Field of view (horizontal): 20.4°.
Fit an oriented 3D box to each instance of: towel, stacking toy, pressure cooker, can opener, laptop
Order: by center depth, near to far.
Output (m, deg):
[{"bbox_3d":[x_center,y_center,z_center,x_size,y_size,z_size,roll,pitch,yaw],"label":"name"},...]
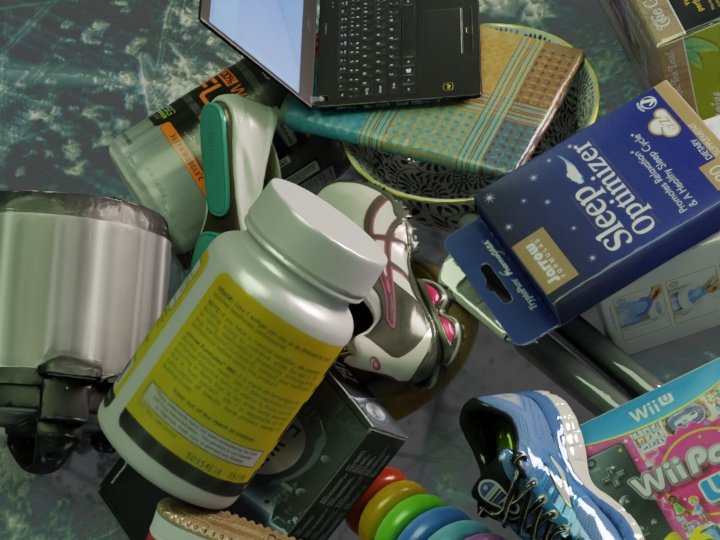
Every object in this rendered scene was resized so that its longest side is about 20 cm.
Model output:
[{"bbox_3d":[0.035,0.179,1.388,0.085,0.086,0.200,-39,47,-12],"label":"stacking toy"},{"bbox_3d":[0.134,0.042,1.443,0.053,0.067,0.200,-43,70,-13],"label":"can opener"},{"bbox_3d":[-0.229,0.051,1.493,0.177,0.176,0.202,-1,81,24],"label":"pressure cooker"},{"bbox_3d":[-0.011,-0.217,1.515,0.198,0.104,0.178,-4,48,6],"label":"laptop"},{"bbox_3d":[0.054,-0.138,1.518,0.198,0.022,0.147,16,54,22],"label":"towel"}]

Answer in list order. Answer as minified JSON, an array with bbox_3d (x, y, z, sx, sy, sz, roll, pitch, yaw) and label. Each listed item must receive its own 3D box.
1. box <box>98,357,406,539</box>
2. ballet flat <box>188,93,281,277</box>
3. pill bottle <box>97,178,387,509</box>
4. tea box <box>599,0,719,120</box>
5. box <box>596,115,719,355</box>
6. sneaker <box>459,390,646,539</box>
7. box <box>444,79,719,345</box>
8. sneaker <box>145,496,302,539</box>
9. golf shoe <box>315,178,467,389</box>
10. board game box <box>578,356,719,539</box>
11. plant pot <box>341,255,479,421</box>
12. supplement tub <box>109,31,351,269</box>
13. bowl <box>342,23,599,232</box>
[{"bbox_3d":[-0.080,0.137,1.412,0.200,0.043,0.160,-51,53,14],"label":"box"},{"bbox_3d":[-0.090,-0.034,1.530,0.069,0.202,0.069,4,11,-1],"label":"ballet flat"},{"bbox_3d":[-0.076,0.047,1.325,0.201,0.114,0.114,-54,51,12],"label":"pill bottle"},{"bbox_3d":[0.294,-0.231,1.566,0.195,0.134,0.201,-20,50,2],"label":"tea box"},{"bbox_3d":[0.256,-0.035,1.452,0.198,0.102,0.113,-18,51,6],"label":"box"},{"bbox_3d":[0.116,0.159,1.304,0.079,0.089,0.201,-58,41,30],"label":"sneaker"},{"bbox_3d":[0.164,-0.041,1.402,0.199,0.032,0.121,-32,51,-4],"label":"box"},{"bbox_3d":[-0.058,0.237,1.320,0.199,0.071,0.113,22,102,6],"label":"sneaker"},{"bbox_3d":[0.000,0.000,1.429,0.087,0.078,0.200,4,36,-33],"label":"golf shoe"},{"bbox_3d":[0.235,0.170,1.331,0.147,0.064,0.201,-26,49,-1],"label":"board game box"},{"bbox_3d":[-0.010,0.048,1.500,0.198,0.028,0.201,-13,38,10],"label":"plant pot"},{"bbox_3d":[-0.091,-0.100,1.607,0.199,0.123,0.123,-33,51,-7],"label":"supplement tub"},{"bbox_3d":[0.090,-0.091,1.549,0.199,0.095,0.202,-8,44,7],"label":"bowl"}]
